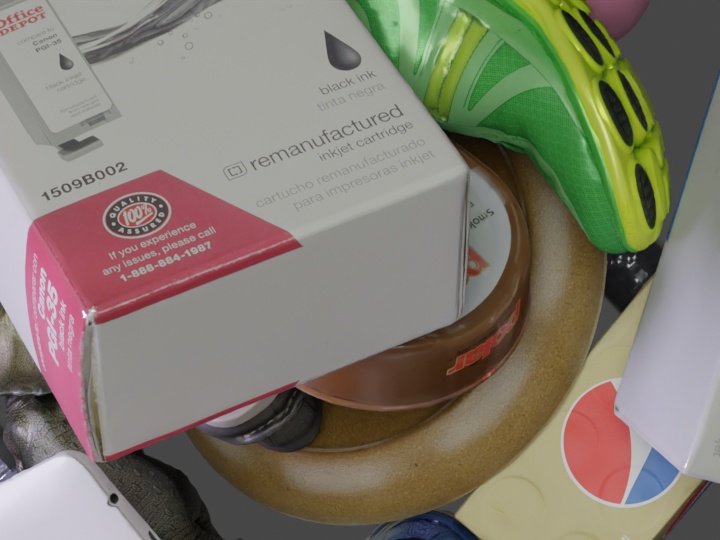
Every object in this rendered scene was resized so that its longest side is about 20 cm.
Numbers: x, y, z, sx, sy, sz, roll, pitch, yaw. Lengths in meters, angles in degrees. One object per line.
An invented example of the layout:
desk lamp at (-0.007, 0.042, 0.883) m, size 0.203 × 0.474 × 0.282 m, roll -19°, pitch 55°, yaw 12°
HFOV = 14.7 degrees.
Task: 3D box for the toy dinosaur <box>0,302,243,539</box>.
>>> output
toy dinosaur at (-0.099, 0.086, 1.105) m, size 0.077 × 0.102 × 0.200 m, roll -39°, pitch 73°, yaw 4°

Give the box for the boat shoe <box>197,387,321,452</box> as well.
boat shoe at (-0.080, -0.002, 1.106) m, size 0.067 × 0.057 × 0.200 m, roll -39°, pitch 56°, yaw 3°

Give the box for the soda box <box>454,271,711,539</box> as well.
soda box at (0.127, 0.042, 1.095) m, size 0.068 × 0.064 × 0.200 m, roll 40°, pitch 92°, yaw 11°

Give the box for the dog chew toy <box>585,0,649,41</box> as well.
dog chew toy at (0.089, -0.180, 1.099) m, size 0.124 × 0.125 × 0.201 m, roll 13°, pitch 94°, yaw 10°

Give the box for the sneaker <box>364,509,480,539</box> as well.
sneaker at (0.004, 0.192, 1.087) m, size 0.078 × 0.089 × 0.201 m, roll 7°, pitch 88°, yaw 10°

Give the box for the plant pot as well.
plant pot at (0.000, 0.000, 1.107) m, size 0.199 × 0.027 × 0.201 m, roll -8°, pitch 71°, yaw 23°

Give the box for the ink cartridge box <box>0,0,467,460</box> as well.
ink cartridge box at (-0.072, -0.050, 0.987) m, size 0.146 × 0.083 × 0.200 m, roll -22°, pitch 53°, yaw -18°

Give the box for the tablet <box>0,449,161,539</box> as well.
tablet at (-0.132, 0.149, 1.073) m, size 0.200 × 0.014 × 0.130 m, roll -28°, pitch 107°, yaw 38°

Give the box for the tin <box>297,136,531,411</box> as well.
tin at (-0.022, -0.026, 1.056) m, size 0.112 × 0.042 × 0.200 m, roll -39°, pitch 61°, yaw -24°

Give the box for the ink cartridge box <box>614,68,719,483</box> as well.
ink cartridge box at (0.213, 0.016, 1.020) m, size 0.199 × 0.084 × 0.147 m, roll 13°, pitch 100°, yaw -17°

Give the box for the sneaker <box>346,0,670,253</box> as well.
sneaker at (0.043, -0.080, 1.044) m, size 0.084 × 0.074 × 0.200 m, roll -43°, pitch 75°, yaw 18°
